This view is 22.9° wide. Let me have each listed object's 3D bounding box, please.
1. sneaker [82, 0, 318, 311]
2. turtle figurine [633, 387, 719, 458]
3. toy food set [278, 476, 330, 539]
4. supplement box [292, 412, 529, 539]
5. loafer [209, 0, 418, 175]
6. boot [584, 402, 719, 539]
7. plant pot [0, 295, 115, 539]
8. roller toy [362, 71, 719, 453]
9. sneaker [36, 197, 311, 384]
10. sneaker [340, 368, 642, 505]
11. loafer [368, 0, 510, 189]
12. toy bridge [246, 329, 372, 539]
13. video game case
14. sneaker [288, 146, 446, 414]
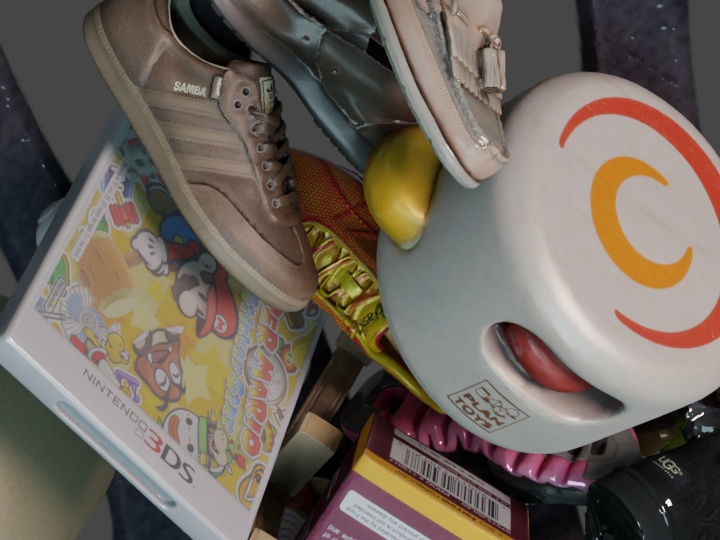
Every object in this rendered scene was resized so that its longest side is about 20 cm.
[{"bbox_3d":[-0.070,-0.073,0.962,0.075,0.070,0.200,-33,94,17],"label":"sneaker"},{"bbox_3d":[0.166,0.093,1.094,0.199,0.064,0.162,-4,109,19],"label":"turtle figurine"},{"bbox_3d":[-0.035,0.226,1.138,0.049,0.200,0.199,1,94,-38],"label":"toy food set"},{"bbox_3d":[-0.001,0.199,1.010,0.110,0.086,0.200,32,102,-2],"label":"supplement box"},{"bbox_3d":[-0.025,-0.141,0.951,0.071,0.073,0.200,-35,121,13],"label":"loafer"},{"bbox_3d":[0.204,0.146,1.015,0.162,0.073,0.199,-25,140,-21],"label":"boot"},{"bbox_3d":[-0.256,0.130,1.104,0.199,0.135,0.201,2,124,2],"label":"plant pot"},{"bbox_3d":[0.105,0.000,0.952,0.199,0.183,0.140,-6,165,-40],"label":"roller toy"},{"bbox_3d":[-0.110,0.034,1.048,0.200,0.100,0.078,38,122,-20],"label":"sneaker"},{"bbox_3d":[0.085,0.116,1.073,0.199,0.079,0.096,8,134,38],"label":"sneaker"},{"bbox_3d":[0.038,-0.138,0.878,0.063,0.201,0.072,-27,155,14],"label":"loafer"},{"bbox_3d":[-0.035,0.110,1.042,0.027,0.200,0.067,33,139,-7],"label":"toy bridge"},{"bbox_3d":[-0.102,0.029,0.987,0.023,0.200,0.182,-25,120,34],"label":"video game case"},{"bbox_3d":[0.000,0.000,1.023,0.200,0.077,0.073,40,105,-9],"label":"sneaker"}]
